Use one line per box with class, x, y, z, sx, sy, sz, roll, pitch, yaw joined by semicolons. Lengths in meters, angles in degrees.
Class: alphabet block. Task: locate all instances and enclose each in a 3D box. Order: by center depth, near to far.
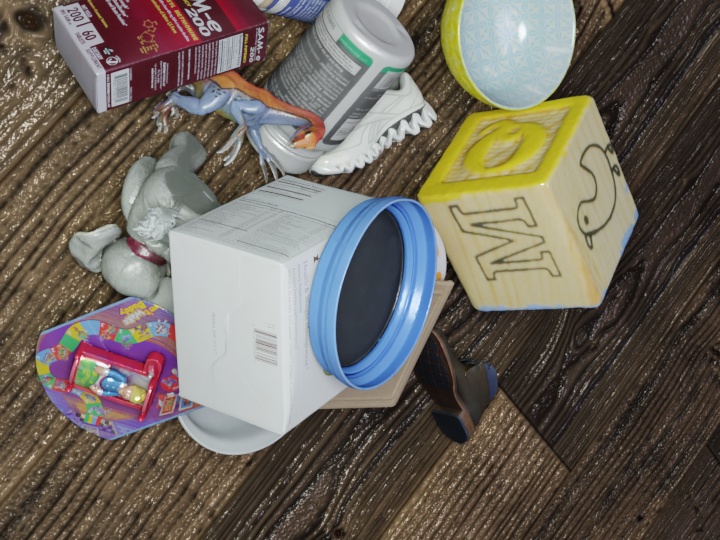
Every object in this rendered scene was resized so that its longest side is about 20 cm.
alphabet block;0.222;-0.084;1.502;0.200;0.196;0.196;59;44;-31

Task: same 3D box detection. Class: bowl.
bowl;0.014;0.021;1.171;0.200;0.039;0.202;-34;131;-50
bowl;-0.154;0.111;1.376;0.200;0.090;0.202;-10;108;-34
bowl;0.171;-0.309;1.489;0.199;0.108;0.201;-7;103;-34

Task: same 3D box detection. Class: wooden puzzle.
wooden puzzle;0.019;0.086;1.413;0.200;0.037;0.186;3;117;-53

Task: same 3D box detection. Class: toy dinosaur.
toy dinosaur;-0.131;-0.182;1.248;0.181;0.105;0.201;-5;105;11

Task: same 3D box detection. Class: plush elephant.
plush elephant;-0.220;-0.031;1.263;0.165;0.155;0.200;45;27;0

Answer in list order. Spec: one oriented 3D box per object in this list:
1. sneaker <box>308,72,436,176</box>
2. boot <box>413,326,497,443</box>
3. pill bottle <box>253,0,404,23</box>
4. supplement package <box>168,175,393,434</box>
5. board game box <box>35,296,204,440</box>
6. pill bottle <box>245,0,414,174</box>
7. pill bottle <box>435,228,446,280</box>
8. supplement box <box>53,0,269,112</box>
sneaker;0.005;-0.180;1.434;0.200;0.075;0.081;-36;112;-32
boot;0.135;0.138;1.613;0.097;0.074;0.201;-43;131;-33
pill bottle;-0.048;-0.340;1.323;0.199;0.111;0.112;5;99;-36
supplement package;-0.078;0.029;1.208;0.200;0.147;0.192;-32;131;-50
board game box;-0.264;0.119;1.253;0.199;0.039;0.158;-21;116;16
pill bottle;-0.040;-0.210;1.308;0.113;0.113;0.200;17;131;-37
pill bottle;0.000;0.000;1.445;0.199;0.112;0.113;-15;110;-32
supplement box;-0.210;-0.250;1.218;0.199;0.109;0.061;-23;152;-25
